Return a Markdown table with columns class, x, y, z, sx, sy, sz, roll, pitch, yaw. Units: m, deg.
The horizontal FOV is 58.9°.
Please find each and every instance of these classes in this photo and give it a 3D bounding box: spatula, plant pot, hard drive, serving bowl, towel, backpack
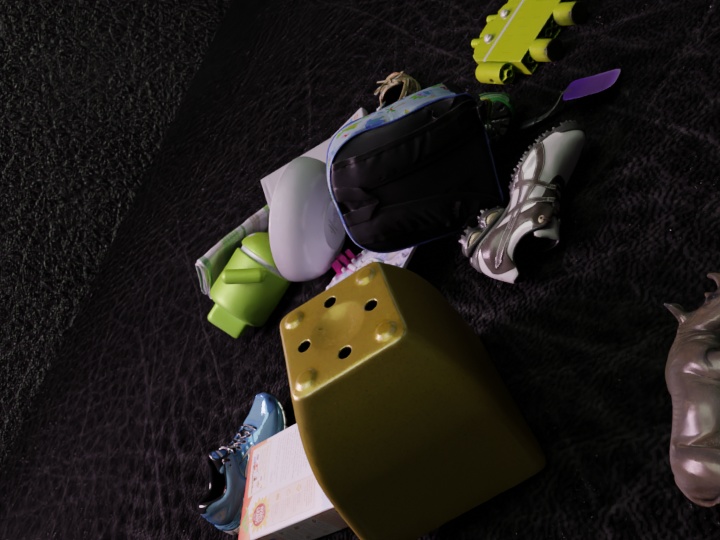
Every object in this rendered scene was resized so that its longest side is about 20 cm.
| class | x | y | z | sx | sy | sz | roll | pitch | yaw |
| --- | --- | --- | --- | --- | --- | --- | --- | --- | --- |
| spatula | 0.238 | -0.205 | 0.827 | 0.199 | 0.021 | 0.057 | -27 | 21 | 47 |
| plant pot | 0.026 | 0.111 | 0.621 | 0.193 | 0.200 | 0.196 | -31 | 35 | 8 |
| hard drive | -0.084 | -0.182 | 1.160 | 0.199 | 0.027 | 0.132 | -31 | 35 | 3 |
| serving bowl | -0.067 | -0.079 | 1.020 | 0.065 | 0.200 | 0.201 | 6 | 63 | 22 |
| towel | -0.222 | -0.040 | 1.207 | 0.200 | 0.031 | 0.149 | -42 | -12 | -23 |
| backpack | 0.057 | -0.123 | 0.804 | 0.199 | 0.184 | 0.147 | -20 | 25 | -1 |

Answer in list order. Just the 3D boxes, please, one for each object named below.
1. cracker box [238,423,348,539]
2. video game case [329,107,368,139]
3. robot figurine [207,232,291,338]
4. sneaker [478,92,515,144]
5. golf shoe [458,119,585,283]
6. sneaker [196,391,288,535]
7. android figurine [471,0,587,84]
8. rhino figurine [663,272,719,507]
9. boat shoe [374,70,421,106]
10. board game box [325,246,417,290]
| class | x | y | z | sx | sy | sz | roll | pitch | yaw |
| --- | --- | --- | --- | --- | --- | --- | --- | --- | --- |
| cracker box | -0.067 | 0.262 | 0.802 | 0.200 | 0.058 | 0.135 | -35 | 37 | 34 |
| video game case | -0.053 | -0.204 | 1.251 | 0.200 | 0.022 | 0.183 | -40 | 34 | 28 |
| robot figurine | -0.191 | 0.020 | 1.148 | 0.201 | 0.115 | 0.175 | -57 | -1 | 1 |
| sneaker | 0.126 | -0.199 | 0.901 | 0.199 | 0.079 | 0.085 | -4 | 24 | 33 |
| golf shoe | 0.205 | -0.071 | 0.721 | 0.201 | 0.078 | 0.094 | -55 | 48 | 7 |
| sneaker | -0.171 | 0.267 | 0.915 | 0.078 | 0.090 | 0.201 | -14 | 50 | 49 |
| android figurine | 0.240 | -0.357 | 0.953 | 0.183 | 0.041 | 0.200 | -56 | 32 | 3 |
| rhino figurine | 0.270 | 0.081 | 0.480 | 0.087 | 0.060 | 0.201 | -37 | 31 | 49 |
| boat shoe | 0.067 | -0.309 | 1.133 | 0.073 | 0.062 | 0.201 | -44 | 32 | 22 |
| board game box | 0.000 | 0.000 | 0.910 | 0.199 | 0.026 | 0.200 | -31 | 18 | 38 |
